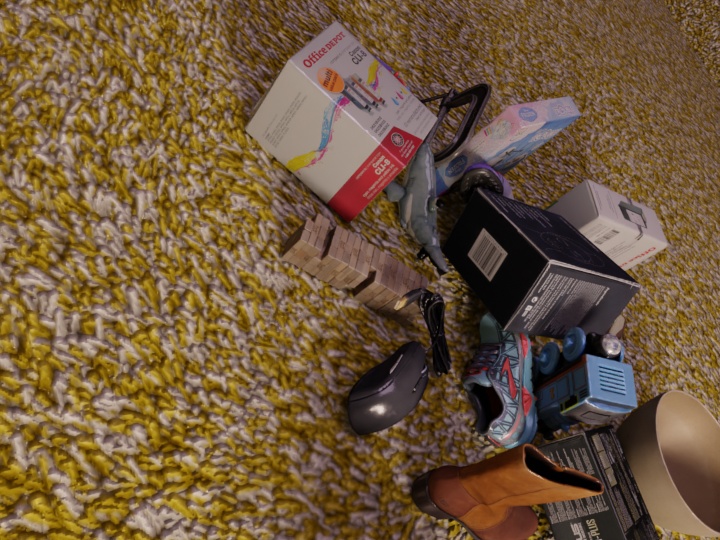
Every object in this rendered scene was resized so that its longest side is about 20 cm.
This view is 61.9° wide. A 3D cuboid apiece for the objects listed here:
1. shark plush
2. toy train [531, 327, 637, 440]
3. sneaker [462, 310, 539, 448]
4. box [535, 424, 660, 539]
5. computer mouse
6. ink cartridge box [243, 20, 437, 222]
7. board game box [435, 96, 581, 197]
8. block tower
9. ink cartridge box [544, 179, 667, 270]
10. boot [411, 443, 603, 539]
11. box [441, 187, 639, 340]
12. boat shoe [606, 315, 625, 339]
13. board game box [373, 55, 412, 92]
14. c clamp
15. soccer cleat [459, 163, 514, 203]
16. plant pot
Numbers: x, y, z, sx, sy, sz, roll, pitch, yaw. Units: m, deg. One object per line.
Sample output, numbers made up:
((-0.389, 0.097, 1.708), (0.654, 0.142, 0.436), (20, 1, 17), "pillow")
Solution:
((0.091, -0.090, 0.895), (0.090, 0.083, 0.201), (19, 54, -28), "shark plush")
((0.283, 0.157, 0.812), (0.086, 0.200, 0.115), (16, 57, -10), "toy train")
((0.187, 0.141, 0.831), (0.095, 0.079, 0.201), (14, 56, -28), "sneaker")
((0.310, 0.314, 0.779), (0.163, 0.086, 0.201), (14, 54, -55), "box")
((0.057, 0.105, 0.732), (0.200, 0.046, 0.141), (-27, 113, -43), "computer mouse")
((-0.027, -0.205, 0.834), (0.200, 0.145, 0.146), (40, 47, -9), "ink cartridge box")
((0.235, -0.203, 0.993), (0.199, 0.199, 0.044), (-21, 77, -42), "board game box")
((0.000, 0.000, 0.791), (0.199, 0.058, 0.054), (31, 50, -20), "block tower")
((0.431, -0.067, 1.096), (0.199, 0.146, 0.085), (15, 54, -30), "ink cartridge box")
((0.186, 0.250, 0.678), (0.188, 0.200, 0.069), (33, 48, -17), "boot")
((0.262, -0.006, 0.898), (0.196, 0.124, 0.200), (10, 30, -30), "box")
((0.383, 0.126, 1.002), (0.075, 0.075, 0.202), (36, 40, 5), "boat shoe")
((0.037, -0.306, 1.015), (0.158, 0.039, 0.201), (32, 49, -18), "board game box")
((0.140, -0.239, 0.996), (0.027, 0.170, 0.201), (42, 56, -29), "c clamp")
((0.207, -0.136, 0.975), (0.200, 0.068, 0.074), (32, 55, -58), "soccer cleat")
((0.448, 0.296, 0.894), (0.199, 0.134, 0.201), (19, 53, -27), "plant pot")
